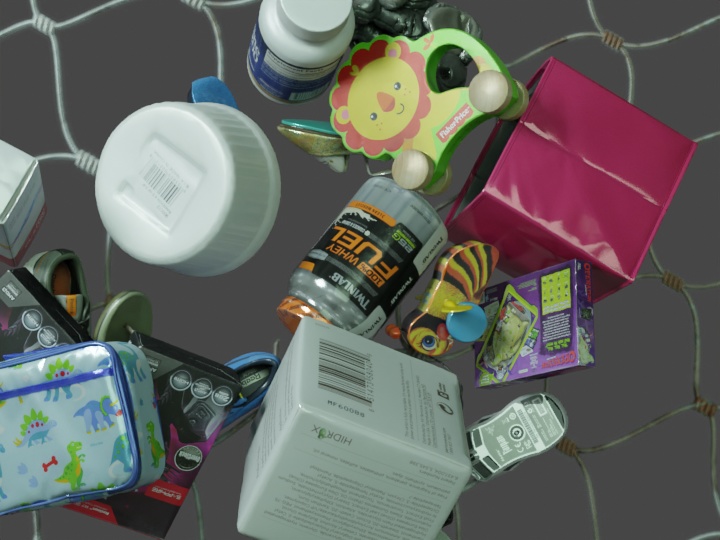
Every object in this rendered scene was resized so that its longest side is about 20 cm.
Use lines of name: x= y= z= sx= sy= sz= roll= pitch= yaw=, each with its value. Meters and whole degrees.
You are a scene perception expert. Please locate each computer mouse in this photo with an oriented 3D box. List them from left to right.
computer mouse: x=0.153 y=0.211 z=1.543 sx=0.200 sy=0.044 sz=0.110 roll=-25 pitch=78 yaw=-10

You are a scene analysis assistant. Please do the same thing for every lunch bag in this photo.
lunch bag: x=-0.304 y=0.155 z=1.320 sx=0.200 sy=0.082 sz=0.161 roll=-12 pitch=84 yaw=18

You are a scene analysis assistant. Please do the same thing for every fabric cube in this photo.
fabric cube: x=0.241 y=-0.096 z=1.551 sx=0.199 sy=0.196 sz=0.200 roll=29 pitch=73 yaw=-3

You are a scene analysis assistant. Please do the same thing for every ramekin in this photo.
ramekin: x=-0.198 y=-0.094 z=1.464 sx=0.200 sy=0.098 sz=0.201 roll=-1 pitch=88 yaw=22

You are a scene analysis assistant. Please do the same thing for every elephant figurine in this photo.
elephant figurine: x=0.080 y=-0.258 z=1.593 sx=0.155 sy=0.142 sz=0.200 roll=-44 pitch=82 yaw=-3

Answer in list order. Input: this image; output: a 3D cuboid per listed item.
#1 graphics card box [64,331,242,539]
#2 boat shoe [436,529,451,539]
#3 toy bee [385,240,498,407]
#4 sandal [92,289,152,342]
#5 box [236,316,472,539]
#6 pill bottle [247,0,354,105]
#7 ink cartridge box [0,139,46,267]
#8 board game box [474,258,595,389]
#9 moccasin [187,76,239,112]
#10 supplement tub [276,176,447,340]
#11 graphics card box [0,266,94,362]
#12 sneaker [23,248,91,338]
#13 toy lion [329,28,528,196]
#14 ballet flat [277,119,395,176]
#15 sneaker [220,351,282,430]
graphics card box: x=-0.226 y=0.178 z=1.399 sx=0.125 sy=0.051 sz=0.200 roll=25 pitch=99 yaw=-22
boat shoe: x=0.012 y=0.301 z=1.484 sx=0.200 sy=0.076 sz=0.060 roll=25 pitch=116 yaw=-5
toy bee: x=0.090 y=0.057 z=1.516 sx=0.108 sy=0.131 sz=0.201 roll=12 pitch=72 yaw=-16
sandal: x=-0.258 y=0.122 z=1.452 sx=0.057 sy=0.080 sz=0.202 roll=6 pitch=86 yaw=34
box: x=-0.008 y=0.192 z=1.395 sx=0.200 sy=0.199 sz=0.172 roll=23 pitch=112 yaw=-11
pill bottle: x=-0.068 y=-0.276 z=1.529 sx=0.111 sy=0.200 sz=0.111 roll=3 pitch=76 yaw=-11
ink cartridge box: x=-0.423 y=-0.090 z=1.414 sx=0.146 sy=0.200 sz=0.083 roll=28 pitch=73 yaw=-4
board game box: x=0.195 y=0.065 z=1.504 sx=0.032 sy=0.200 sz=0.120 roll=12 pitch=73 yaw=-27
moccasin: x=-0.151 y=-0.130 z=1.549 sx=0.080 sy=0.068 sz=0.201 roll=-12 pitch=81 yaw=-21
supplement tub: x=0.000 y=0.000 z=1.519 sx=0.122 sy=0.123 sz=0.200 roll=38 pitch=73 yaw=-1
graphics card box: x=-0.393 y=0.108 z=1.410 sx=0.200 sy=0.051 sz=0.126 roll=-43 pitch=86 yaw=9
sneaker: x=-0.331 y=0.071 z=1.450 sx=0.074 sy=0.079 sz=0.201 roll=-3 pitch=78 yaw=-38
toy lion: x=0.063 y=-0.197 z=1.489 sx=0.200 sy=0.069 sz=0.192 roll=-44 pitch=67 yaw=21
ballet flat: x=-0.002 y=-0.147 z=1.587 sx=0.199 sy=0.071 sz=0.071 roll=0 pitch=77 yaw=-10
sneaker: x=-0.174 y=0.154 z=1.472 sx=0.200 sy=0.078 sz=0.066 roll=-33 pitch=87 yaw=-15
